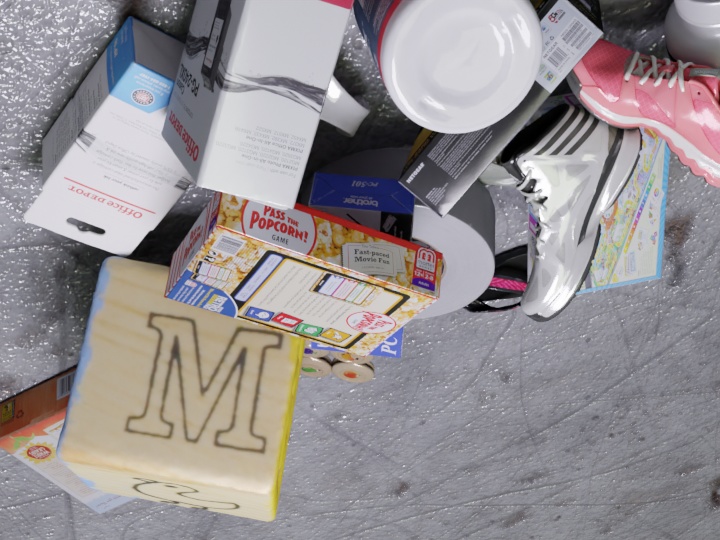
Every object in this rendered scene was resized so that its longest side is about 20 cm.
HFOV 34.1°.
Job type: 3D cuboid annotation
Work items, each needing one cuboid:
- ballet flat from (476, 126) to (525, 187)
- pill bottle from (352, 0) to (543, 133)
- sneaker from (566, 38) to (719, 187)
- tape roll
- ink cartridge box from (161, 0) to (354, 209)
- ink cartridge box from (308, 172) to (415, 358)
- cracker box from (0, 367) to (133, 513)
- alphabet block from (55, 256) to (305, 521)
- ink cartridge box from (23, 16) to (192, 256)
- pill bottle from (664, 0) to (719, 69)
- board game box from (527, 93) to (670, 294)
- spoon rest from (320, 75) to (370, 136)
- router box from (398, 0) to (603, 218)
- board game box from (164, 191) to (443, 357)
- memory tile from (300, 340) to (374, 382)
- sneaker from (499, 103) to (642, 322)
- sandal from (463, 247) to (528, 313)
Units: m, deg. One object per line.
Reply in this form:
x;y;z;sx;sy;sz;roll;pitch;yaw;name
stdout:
0.177;-0.110;1.144;0.197;0.068;0.064;4;145;-18;ballet flat
0.056;-0.200;0.898;0.118;0.201;0.121;-5;123;-8;pill bottle
0.272;-0.157;1.015;0.198;0.074;0.087;30;145;-1;sneaker
0.035;-0.032;1.157;0.197;0.067;0.201;4;146;2;tape roll
-0.079;-0.167;0.897;0.082;0.145;0.203;11;107;-25;ink cartridge box
0.000;0.000;1.094;0.092;0.045;0.202;5;138;3;ink cartridge box
-0.308;0.198;1.364;0.132;0.058;0.200;-24;137;13;cracker box
-0.162;0.120;1.141;0.197;0.199;0.196;10;162;0;alphabet block
-0.205;-0.112;1.038;0.115;0.068;0.200;22;127;-34;ink cartridge box
0.336;-0.197;1.061;0.110;0.112;0.201;-21;139;9;pill bottle
0.229;-0.075;1.131;0.132;0.034;0.203;-10;121;-10;board game box
-0.061;-0.172;1.010;0.199;0.061;0.100;28;99;-41;spoon rest
0.120;-0.156;0.992;0.052;0.158;0.200;38;113;-7;router box
-0.051;0.005;1.002;0.197;0.047;0.151;18;150;-19;board game box
-0.058;0.070;1.261;0.151;0.017;0.201;7;150;6;memory tile
0.164;-0.059;1.071;0.114;0.076;0.203;19;105;-14;sneaker
0.141;0.023;1.303;0.197;0.045;0.076;-12;139;-2;sandal
